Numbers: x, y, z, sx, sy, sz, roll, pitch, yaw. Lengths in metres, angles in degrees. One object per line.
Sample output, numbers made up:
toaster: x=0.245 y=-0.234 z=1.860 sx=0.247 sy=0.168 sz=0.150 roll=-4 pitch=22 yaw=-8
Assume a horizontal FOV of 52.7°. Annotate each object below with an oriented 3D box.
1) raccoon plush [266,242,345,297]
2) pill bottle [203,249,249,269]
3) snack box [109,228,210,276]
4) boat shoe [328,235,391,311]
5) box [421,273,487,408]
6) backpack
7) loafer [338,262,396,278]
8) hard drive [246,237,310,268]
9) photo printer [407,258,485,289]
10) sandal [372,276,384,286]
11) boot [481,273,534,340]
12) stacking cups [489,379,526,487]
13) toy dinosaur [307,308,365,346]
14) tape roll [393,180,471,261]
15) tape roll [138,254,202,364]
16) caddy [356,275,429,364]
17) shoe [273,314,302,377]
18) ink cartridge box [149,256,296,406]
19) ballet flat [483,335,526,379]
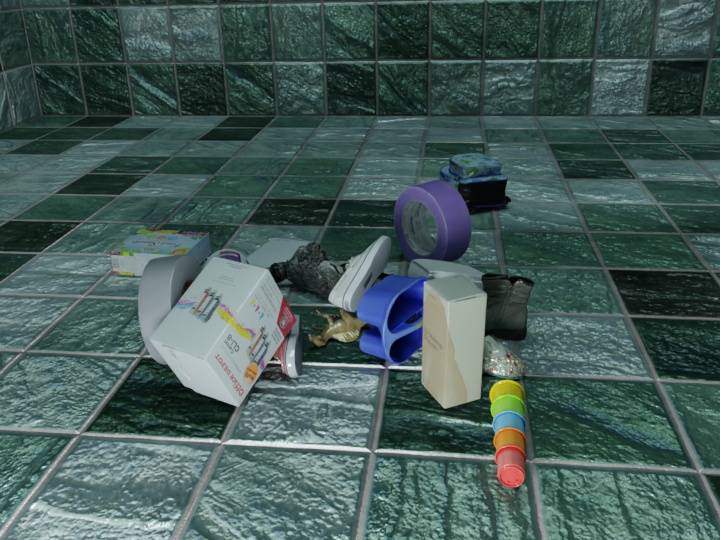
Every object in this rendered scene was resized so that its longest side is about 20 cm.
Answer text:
raccoon plush: x=-0.130 y=0.030 z=1.665 sx=0.197 sy=0.097 sz=0.135 roll=-31 pitch=38 yaw=6
pill bottle: x=-0.284 y=0.040 z=1.568 sx=0.108 sy=0.114 sz=0.201 roll=-6 pitch=23 yaw=-11
snack box: x=-0.499 y=-0.044 z=1.830 sx=0.195 sy=0.069 sz=0.169 roll=3 pitch=24 yaw=12
boat shoe: x=0.000 y=0.000 z=1.519 sx=0.064 sy=0.073 sz=0.202 roll=16 pitch=58 yaw=25
box: x=0.158 y=0.120 z=1.244 sx=0.076 sy=0.205 sz=0.095 roll=-11 pitch=25 yaw=-21
backpack: x=0.334 y=-0.276 z=2.207 sx=0.179 sy=0.151 sz=0.200 roll=-8 pitch=21 yaw=-21
loafer: x=0.021 y=0.013 z=1.663 sx=0.197 sy=0.071 sz=0.074 roll=20 pitch=31 yaw=40
hard drive: x=-0.212 y=-0.031 z=1.833 sx=0.129 sy=0.027 sz=0.200 roll=8 pitch=25 yaw=21
photo printer: x=0.191 y=0.024 z=1.568 sx=0.162 sy=0.071 sz=0.200 roll=8 pitch=8 yaw=-9
sandal: x=0.079 y=0.068 z=1.542 sx=0.198 sy=0.078 sz=0.042 roll=27 pitch=27 yaw=30
boot: x=0.244 y=0.065 z=1.450 sx=0.194 sy=0.134 sz=0.068 roll=0 pitch=22 yaw=3
stacking cups: x=0.229 y=0.247 z=1.125 sx=0.059 sy=0.062 sz=0.201 roll=2 pitch=24 yaw=9
toy dinosaur: x=-0.030 y=0.107 z=1.495 sx=0.196 sy=0.059 sz=0.101 roll=-21 pitch=44 yaw=-24
tape roll: x=0.173 y=-0.112 z=1.772 sx=0.084 sy=0.205 sz=0.198 roll=-18 pitch=28 yaw=-33
tape roll: x=-0.348 y=0.073 z=1.378 sx=0.064 sy=0.205 sz=0.201 roll=-5 pitch=23 yaw=8
caddy: x=0.080 y=0.091 z=1.393 sx=0.103 sy=0.145 sz=0.199 roll=8 pitch=25 yaw=34
shoe: x=-0.158 y=0.146 z=1.381 sx=0.089 sy=0.073 sz=0.201 roll=-7 pitch=21 yaw=-1
ink cartridge box: x=-0.239 y=0.106 z=1.287 sx=0.142 sy=0.147 sz=0.202 roll=13 pitch=55 yaw=32
ballet flat: x=0.213 y=0.148 z=1.350 sx=0.196 sy=0.065 sz=0.075 roll=12 pitch=26 yaw=27
